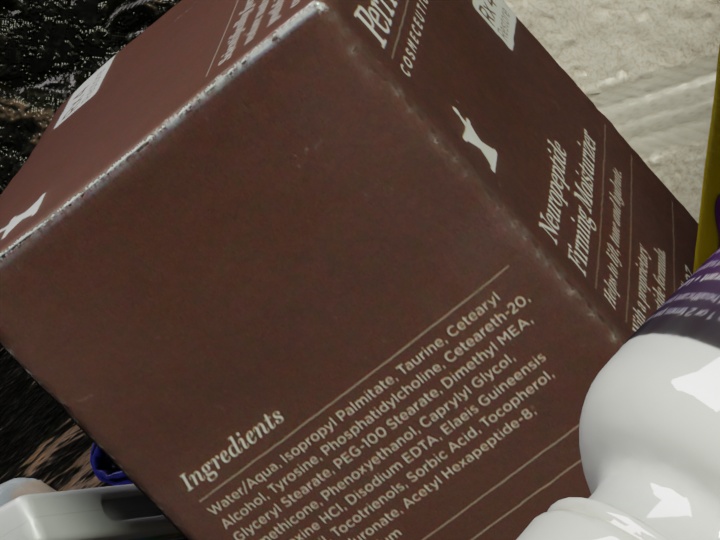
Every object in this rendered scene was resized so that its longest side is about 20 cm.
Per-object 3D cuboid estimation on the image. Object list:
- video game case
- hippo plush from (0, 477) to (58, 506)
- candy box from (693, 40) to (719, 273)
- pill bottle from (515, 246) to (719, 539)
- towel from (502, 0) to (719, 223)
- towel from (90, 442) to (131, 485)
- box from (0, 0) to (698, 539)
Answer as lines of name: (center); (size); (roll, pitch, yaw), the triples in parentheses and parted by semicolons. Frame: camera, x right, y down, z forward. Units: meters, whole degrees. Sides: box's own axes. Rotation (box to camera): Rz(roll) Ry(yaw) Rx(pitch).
video game case: (-0.150, 0.132, 1.100); (0.200, 0.024, 0.182); (-31, -14, 23)
hippo plush: (-0.214, 0.185, 1.313); (0.199, 0.159, 0.161); (-28, -27, -23)
candy box: (0.128, -0.073, 0.898); (0.200, 0.026, 0.103); (82, -162, -66)
pill bottle: (0.121, 0.034, 0.658); (0.200, 0.112, 0.111); (-43, 10, -19)
towel: (0.060, -0.058, 1.061); (0.199, 0.133, 0.035); (-14, 23, 8)
towel: (-0.011, 0.045, 1.214); (0.147, 0.050, 0.200); (-26, -1, 23)
box: (0.000, 0.000, 0.981); (0.164, 0.200, 0.166); (-37, 17, 21)
